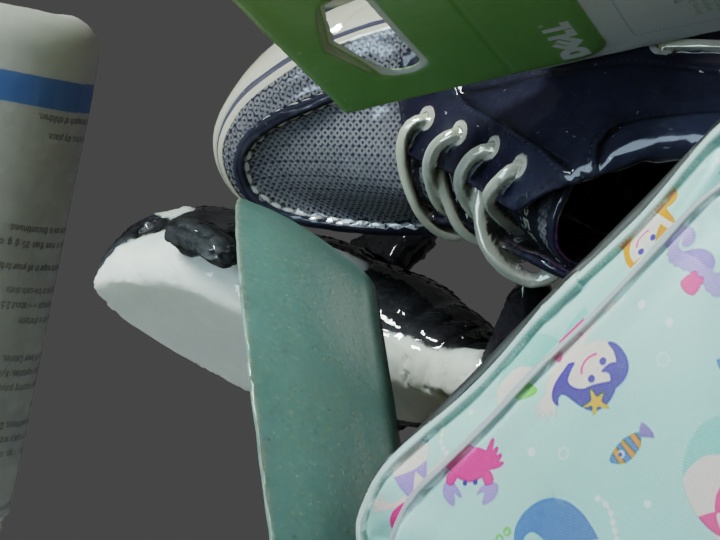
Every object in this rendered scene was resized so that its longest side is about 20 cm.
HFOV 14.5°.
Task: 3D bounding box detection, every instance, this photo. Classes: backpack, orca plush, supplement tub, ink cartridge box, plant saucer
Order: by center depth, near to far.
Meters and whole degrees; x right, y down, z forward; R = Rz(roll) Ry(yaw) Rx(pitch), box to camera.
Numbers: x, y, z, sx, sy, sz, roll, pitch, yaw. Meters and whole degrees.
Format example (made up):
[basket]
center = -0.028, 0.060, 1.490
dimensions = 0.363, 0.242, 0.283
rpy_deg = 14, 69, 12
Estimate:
[backpack]
center = 0.117, 0.073, 0.658
dimensions = 0.178, 0.151, 0.200
rpy_deg = -45, 78, 15
[ink cartridge box]
center = 0.072, -0.101, 0.728
dimensions = 0.200, 0.104, 0.059
rpy_deg = -11, 74, 15
[plant saucer]
center = -0.002, 0.076, 0.786
dimensions = 0.036, 0.200, 0.200
rpy_deg = -9, 76, 1
[orca plush]
center = 0.000, 0.000, 0.901
dimensions = 0.200, 0.105, 0.071
rpy_deg = 0, 49, 56
[supplement tub]
center = -0.173, -0.003, 1.014
dimensions = 0.132, 0.132, 0.200
rpy_deg = 13, 94, 41

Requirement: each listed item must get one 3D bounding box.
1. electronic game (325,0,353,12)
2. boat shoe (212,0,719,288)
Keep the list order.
[electronic game]
center = -0.002, -0.181, 0.942
dimensions = 0.200, 0.042, 0.200
rpy_deg = -5, 82, 41
[boat shoe]
center = 0.038, -0.033, 0.808
dimensions = 0.200, 0.075, 0.093
rpy_deg = -13, 31, 26
